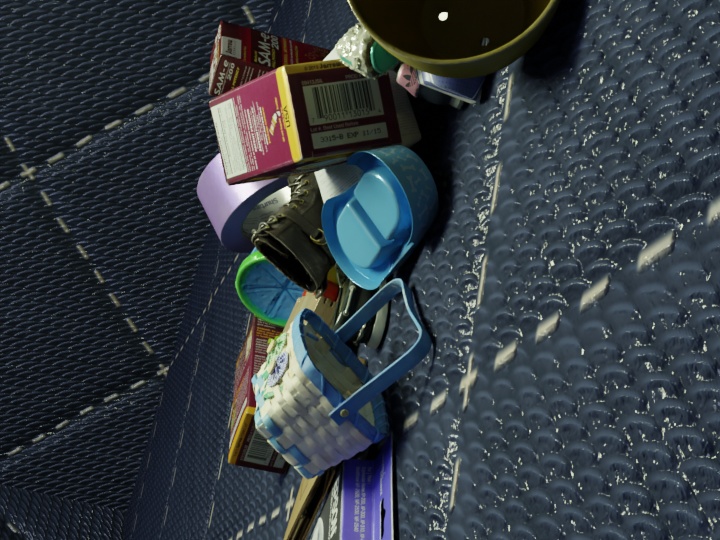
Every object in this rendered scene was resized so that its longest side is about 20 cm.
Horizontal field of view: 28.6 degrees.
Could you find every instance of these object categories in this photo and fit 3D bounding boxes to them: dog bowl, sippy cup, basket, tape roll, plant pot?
[{"bbox_3d":[0.022,-0.060,1.523,0.112,0.049,0.200,55,149,14],"label":"dog bowl"},{"bbox_3d":[-0.092,-0.014,1.958,0.177,0.140,0.131,-15,38,29],"label":"sippy cup"},{"bbox_3d":[-0.016,0.104,1.459,0.199,0.139,0.177,-38,19,6],"label":"basket"},{"bbox_3d":[-0.126,-0.117,2.007,0.085,0.199,0.200,60,148,22],"label":"tape roll"},{"bbox_3d":[0.094,-0.254,1.265,0.142,0.198,0.202,48,-127,-72],"label":"plant pot"}]

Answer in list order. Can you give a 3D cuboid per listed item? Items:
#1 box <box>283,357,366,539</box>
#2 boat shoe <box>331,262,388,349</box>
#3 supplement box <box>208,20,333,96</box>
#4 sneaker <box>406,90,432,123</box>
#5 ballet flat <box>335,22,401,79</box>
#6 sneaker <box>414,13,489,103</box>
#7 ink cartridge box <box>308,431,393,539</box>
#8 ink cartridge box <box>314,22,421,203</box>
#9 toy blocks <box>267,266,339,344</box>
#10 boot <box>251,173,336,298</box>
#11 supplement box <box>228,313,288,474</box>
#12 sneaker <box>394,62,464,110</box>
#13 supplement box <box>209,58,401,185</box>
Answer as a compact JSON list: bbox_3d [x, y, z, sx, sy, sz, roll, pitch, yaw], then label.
[{"bbox_3d":[-0.043,0.214,1.602,0.201,0.021,0.164,-72,4,-56],"label":"box"},{"bbox_3d":[0.000,0.000,1.645,0.201,0.060,0.076,-89,17,-46],"label":"boat shoe"},{"bbox_3d":[-0.091,-0.247,1.802,0.109,0.198,0.061,-98,24,-56],"label":"supplement box"},{"bbox_3d":[0.044,-0.163,1.676,0.200,0.074,0.088,-18,97,62],"label":"sneaker"},{"bbox_3d":[0.047,-0.266,1.468,0.200,0.072,0.072,-38,-12,-34],"label":"ballet flat"},{"bbox_3d":[0.112,-0.275,1.391,0.115,0.080,0.201,155,130,-78],"label":"sneaker"},{"bbox_3d":[-0.015,0.293,1.423,0.199,0.043,0.201,-90,18,-53],"label":"ink cartridge box"},{"bbox_3d":[-0.001,-0.153,1.625,0.199,0.040,0.202,-33,70,59],"label":"ink cartridge box"},{"bbox_3d":[-0.045,0.049,1.766,0.138,0.099,0.200,-66,11,-8],"label":"toy blocks"},{"bbox_3d":[-0.077,-0.080,1.707,0.174,0.200,0.069,-44,-2,-45],"label":"boot"},{"bbox_3d":[-0.128,0.170,1.987,0.201,0.085,0.111,-90,18,-48],"label":"supplement box"},{"bbox_3d":[0.069,-0.235,1.540,0.200,0.081,0.071,-107,30,-69],"label":"sneaker"},{"bbox_3d":[-0.064,-0.164,1.558,0.200,0.130,0.104,-9,93,61],"label":"supplement box"}]
